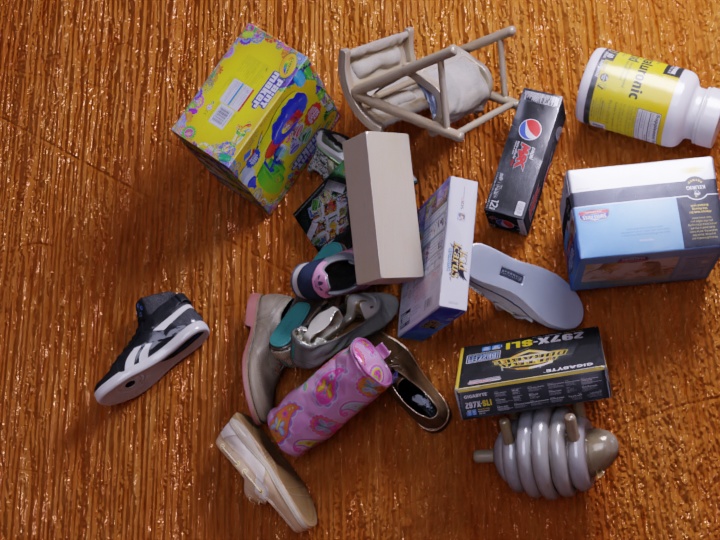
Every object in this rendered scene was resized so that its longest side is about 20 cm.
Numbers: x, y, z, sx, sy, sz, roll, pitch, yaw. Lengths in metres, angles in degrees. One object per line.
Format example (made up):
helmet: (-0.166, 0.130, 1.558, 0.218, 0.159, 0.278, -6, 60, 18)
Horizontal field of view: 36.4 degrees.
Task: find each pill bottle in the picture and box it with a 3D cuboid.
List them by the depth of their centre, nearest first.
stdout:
pill bottle: (0.418, -0.242, 1.571, 0.198, 0.111, 0.113, 20, 78, 19)

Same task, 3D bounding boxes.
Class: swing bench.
swing bench: (0.102, -0.277, 1.597, 0.198, 0.198, 0.132, 7, 114, 34)

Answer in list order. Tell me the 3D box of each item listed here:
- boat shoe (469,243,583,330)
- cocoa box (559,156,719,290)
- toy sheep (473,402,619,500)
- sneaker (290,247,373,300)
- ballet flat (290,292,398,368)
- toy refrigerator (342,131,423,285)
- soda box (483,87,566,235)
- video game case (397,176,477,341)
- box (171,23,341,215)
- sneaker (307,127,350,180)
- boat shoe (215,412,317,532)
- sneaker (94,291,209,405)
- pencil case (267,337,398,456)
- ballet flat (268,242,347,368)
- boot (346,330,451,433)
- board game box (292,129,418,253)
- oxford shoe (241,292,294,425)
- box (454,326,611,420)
boat shoe: (0.217, 0.031, 1.558, 0.200, 0.086, 0.076, 24, 72, -9)
cocoa box: (0.381, -0.061, 1.496, 0.197, 0.134, 0.133, -5, 70, 3)
toy sheep: (0.244, 0.238, 1.452, 0.197, 0.138, 0.140, -5, 71, 27)
sneaker: (0.000, 0.000, 1.573, 0.198, 0.082, 0.071, -22, 102, -34)
ballet flat: (-0.019, 0.070, 1.562, 0.199, 0.064, 0.067, -32, 46, -31)
toy refrigerator: (0.029, -0.085, 1.522, 0.070, 0.075, 0.203, -16, 78, 55)
soda box: (0.244, -0.160, 1.611, 0.063, 0.071, 0.203, 15, 77, 20)
video game case: (0.106, -0.011, 1.534, 0.045, 0.200, 0.184, 9, 73, -12)
box: (-0.154, -0.227, 1.673, 0.121, 0.193, 0.201, 32, 83, 22)
sneaker: (-0.008, -0.128, 1.684, 0.200, 0.076, 0.089, 47, 119, 21)
boat shoe: (-0.137, 0.300, 1.568, 0.069, 0.074, 0.201, -43, 66, 11)
sneaker: (-0.337, 0.111, 1.682, 0.199, 0.073, 0.112, -35, 64, -7)
pencil case: (-0.042, 0.178, 1.539, 0.200, 0.087, 0.088, -42, 65, 23)
ballet flat: (-0.068, 0.056, 1.619, 0.067, 0.076, 0.202, 10, 61, 37)
boot: (0.050, 0.145, 1.562, 0.074, 0.075, 0.200, -46, 66, -2)
board game box: (-0.010, -0.107, 1.629, 0.200, 0.023, 0.105, -43, 72, 31)
oxford shoe: (-0.132, 0.127, 1.618, 0.074, 0.071, 0.203, -4, 72, 10)
box: (0.231, 0.136, 1.473, 0.197, 0.160, 0.050, -10, 103, 12)
